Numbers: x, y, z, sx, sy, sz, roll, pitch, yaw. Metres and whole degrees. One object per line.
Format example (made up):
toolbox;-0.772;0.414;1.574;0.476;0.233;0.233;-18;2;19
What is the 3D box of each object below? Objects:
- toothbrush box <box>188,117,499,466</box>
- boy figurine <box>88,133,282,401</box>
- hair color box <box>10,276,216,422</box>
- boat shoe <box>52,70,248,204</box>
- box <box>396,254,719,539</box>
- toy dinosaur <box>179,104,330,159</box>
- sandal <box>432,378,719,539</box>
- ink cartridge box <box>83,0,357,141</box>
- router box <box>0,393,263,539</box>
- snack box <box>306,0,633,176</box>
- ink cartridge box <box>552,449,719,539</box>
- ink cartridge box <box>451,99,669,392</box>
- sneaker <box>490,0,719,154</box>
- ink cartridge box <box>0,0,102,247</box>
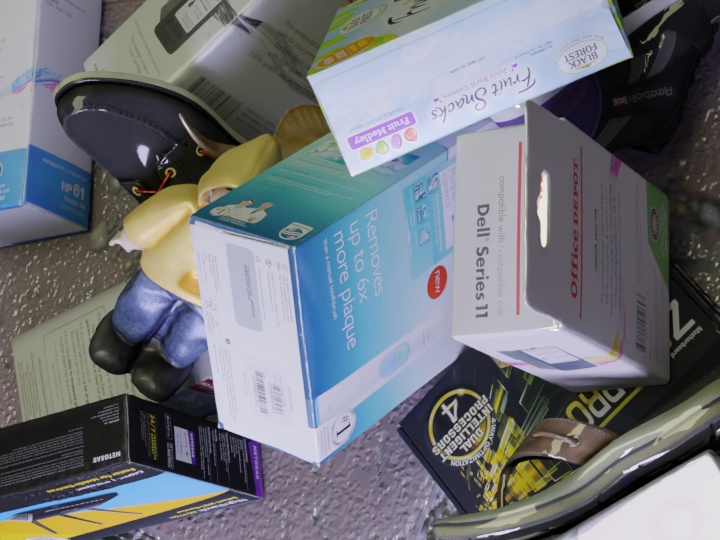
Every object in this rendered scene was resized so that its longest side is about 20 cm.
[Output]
toothbrush box;0.000;0.000;1.099;0.085;0.200;0.147;16;124;35
boy figurine;-0.095;-0.002;1.152;0.200;0.124;0.065;-50;7;38
hair color box;-0.151;0.061;1.290;0.199;0.061;0.100;-26;63;26
boat shoe;-0.115;-0.065;1.184;0.073;0.201;0.063;-26;48;34
box;0.138;0.085;1.099;0.200;0.049;0.161;-46;60;13
toy dinosaur;-0.033;-0.063;1.198;0.058;0.199;0.102;-35;69;52
sandal;0.130;0.103;1.027;0.200;0.080;0.058;-30;71;11
ink cartridge box;-0.064;-0.153;1.243;0.200;0.145;0.084;-41;50;16
router box;-0.188;0.141;1.236;0.199;0.149;0.051;-17;67;29
snack box;0.064;-0.138;1.048;0.168;0.200;0.068;-22;104;12
ink cartridge box;0.177;0.225;1.002;0.162;0.057;0.201;-33;68;17
ink cartridge box;0.105;-0.009;0.997;0.067;0.200;0.118;-6;73;29
sneaker;0.173;-0.121;1.112;0.199;0.088;0.076;-36;15;-9
ink cartridge box;-0.283;-0.126;1.419;0.144;0.084;0.202;-8;73;31
